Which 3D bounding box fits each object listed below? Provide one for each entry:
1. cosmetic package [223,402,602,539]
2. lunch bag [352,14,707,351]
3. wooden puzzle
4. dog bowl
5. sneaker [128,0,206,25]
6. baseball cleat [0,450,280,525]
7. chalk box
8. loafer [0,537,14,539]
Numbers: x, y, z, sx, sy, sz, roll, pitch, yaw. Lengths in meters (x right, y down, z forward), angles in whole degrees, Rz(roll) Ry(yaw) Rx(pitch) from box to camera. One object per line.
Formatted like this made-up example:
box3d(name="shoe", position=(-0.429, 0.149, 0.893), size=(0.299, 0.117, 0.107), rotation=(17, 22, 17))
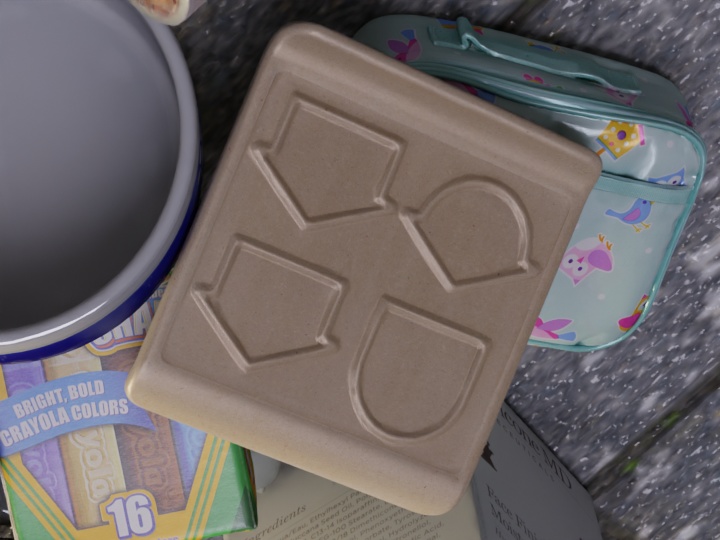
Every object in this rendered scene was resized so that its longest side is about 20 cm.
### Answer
box3d(name="cosmetic package", position=(0.037, 0.184, 1.432), size=(0.165, 0.200, 0.165), rotation=(-32, 125, 17))
box3d(name="lunch bag", position=(0.069, -0.046, 1.337), size=(0.199, 0.077, 0.161), rotation=(11, 125, -16))
box3d(name="wooden puzzle", position=(0.000, 0.000, 1.261), size=(0.185, 0.046, 0.201), rotation=(23, 95, -22))
box3d(name="dog bowl", position=(-0.173, -0.057, 1.219), size=(0.199, 0.201, 0.079), rotation=(-9, 171, -1))
box3d(name="sneaker", position=(-0.109, -0.213, 1.159), size=(0.071, 0.080, 0.201), rotation=(-1, 125, 50))
box3d(name="baseball cleat", position=(-0.144, 0.085, 1.427), size=(0.199, 0.070, 0.107), rotation=(-7, 112, -6))
box3d(name="chalk box", position=(-0.129, 0.033, 1.320), size=(0.123, 0.124, 0.201), rotation=(-10, 101, 0))
box3d(name="loafer", position=(-0.186, 0.184, 1.432), size=(0.073, 0.071, 0.199), rotation=(-2, 170, 44))
